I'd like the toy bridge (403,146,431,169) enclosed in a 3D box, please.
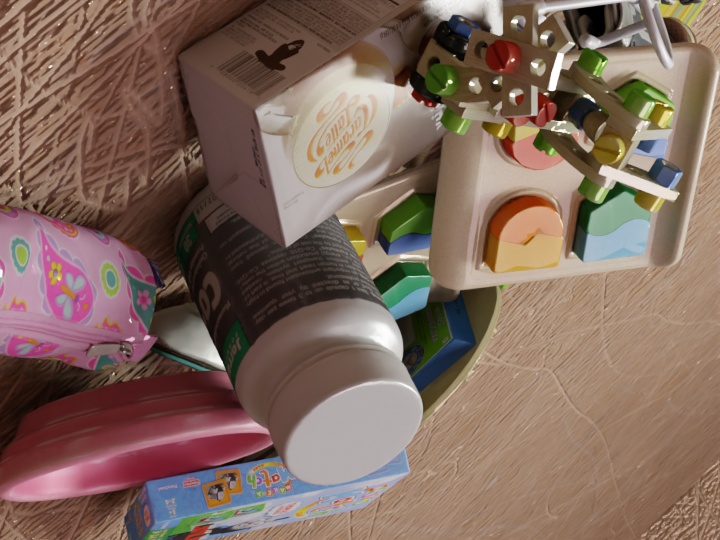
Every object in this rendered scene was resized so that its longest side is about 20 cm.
[{"bbox_3d":[0.002,-0.109,1.174,0.200,0.027,0.067,-2,130,-58],"label":"toy bridge"}]

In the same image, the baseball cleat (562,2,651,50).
[{"bbox_3d":[0.194,-0.148,1.245,0.070,0.201,0.106,-26,-173,19],"label":"baseball cleat"}]

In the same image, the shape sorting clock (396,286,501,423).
[{"bbox_3d":[0.042,0.077,1.395,0.200,0.039,0.200,-43,-159,20],"label":"shape sorting clock"}]

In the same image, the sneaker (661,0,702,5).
[{"bbox_3d":[0.218,-0.283,1.227,0.200,0.077,0.085,61,37,-54],"label":"sneaker"}]

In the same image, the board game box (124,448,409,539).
[{"bbox_3d":[-0.076,0.175,1.293,0.199,0.037,0.151,-10,164,-17],"label":"board game box"}]

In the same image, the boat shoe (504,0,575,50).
[{"bbox_3d":[0.117,-0.159,1.252,0.066,0.070,0.200,-48,165,3],"label":"boat shoe"}]

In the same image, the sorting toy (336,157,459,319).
[{"bbox_3d":[0.000,0.000,1.267,0.199,0.037,0.186,-17,147,-20],"label":"sorting toy"}]

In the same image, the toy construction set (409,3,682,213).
[{"bbox_3d":[0.109,-0.101,1.000,0.092,0.131,0.200,-52,146,10],"label":"toy construction set"}]

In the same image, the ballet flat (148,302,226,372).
[{"bbox_3d":[-0.078,0.051,1.213,0.200,0.069,0.070,26,108,-44],"label":"ballet flat"}]

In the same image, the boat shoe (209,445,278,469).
[{"bbox_3d":[-0.060,0.098,1.348,0.200,0.076,0.074,-42,154,-13],"label":"boat shoe"}]

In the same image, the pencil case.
[{"bbox_3d":[-0.193,0.011,0.957,0.088,0.087,0.200,-50,156,9],"label":"pencil case"}]

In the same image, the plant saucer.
[{"bbox_3d":[-0.155,0.112,1.141,0.199,0.051,0.201,-14,167,-3],"label":"plant saucer"}]

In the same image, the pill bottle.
[{"bbox_3d":[-0.041,0.034,1.081,0.113,0.200,0.113,-16,138,-15],"label":"pill bottle"}]

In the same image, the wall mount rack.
[{"bbox_3d":[0.138,-0.219,1.076,0.074,0.201,0.174,-19,172,18],"label":"wall mount rack"}]

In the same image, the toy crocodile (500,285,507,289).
[{"bbox_3d":[0.104,-0.018,1.472,0.067,0.062,0.200,-33,158,-30],"label":"toy crocodile"}]

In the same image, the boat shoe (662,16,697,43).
[{"bbox_3d":[0.209,-0.147,1.403,0.202,0.075,0.075,-39,172,36],"label":"boat shoe"}]

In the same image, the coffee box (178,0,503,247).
[{"bbox_3d":[-0.005,-0.123,1.040,0.200,0.080,0.115,-35,140,-25],"label":"coffee box"}]

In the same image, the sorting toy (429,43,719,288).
[{"bbox_3d":[0.156,-0.071,1.208,0.199,0.037,0.186,-4,122,-15],"label":"sorting toy"}]

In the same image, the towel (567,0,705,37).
[{"bbox_3d":[0.241,-0.222,1.424,0.086,0.018,0.200,-57,155,15],"label":"towel"}]
